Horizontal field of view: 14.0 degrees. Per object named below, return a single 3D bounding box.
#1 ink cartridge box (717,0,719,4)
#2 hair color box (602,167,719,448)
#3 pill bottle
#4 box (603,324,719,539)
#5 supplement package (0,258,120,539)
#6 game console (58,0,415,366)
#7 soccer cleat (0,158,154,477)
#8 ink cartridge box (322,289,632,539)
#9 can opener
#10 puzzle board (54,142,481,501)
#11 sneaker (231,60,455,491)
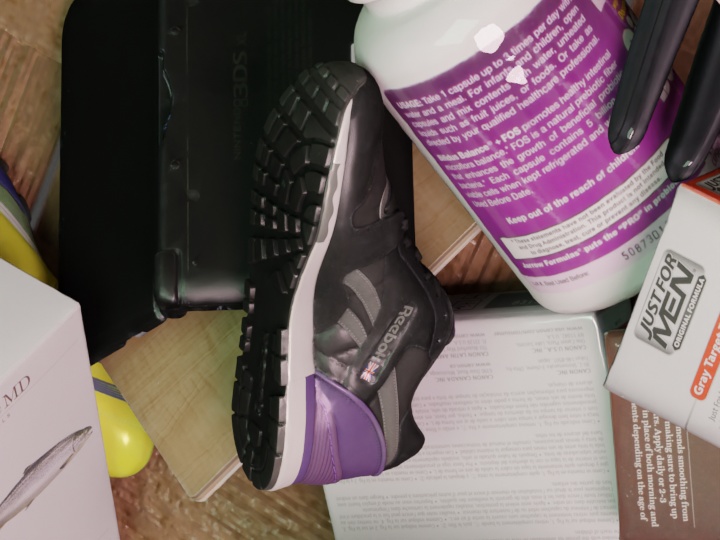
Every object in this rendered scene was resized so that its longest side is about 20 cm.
[{"bbox_3d":[0.190,-0.215,1.186,0.145,0.200,0.083,-27,127,26],"label":"ink cartridge box"},{"bbox_3d":[0.210,0.044,1.201,0.200,0.061,0.102,28,114,21],"label":"hair color box"},{"bbox_3d":[0.068,-0.087,1.273,0.112,0.112,0.200,-26,114,28],"label":"pill bottle"},{"bbox_3d":[0.212,0.066,1.282,0.200,0.075,0.100,-2,95,30],"label":"box"},{"bbox_3d":[-0.203,0.091,1.427,0.117,0.117,0.200,29,146,26],"label":"supplement package"},{"bbox_3d":[-0.063,-0.061,1.407,0.176,0.116,0.200,-2,71,0],"label":"game console"},{"bbox_3d":[-0.176,0.023,1.477,0.065,0.084,0.200,-38,78,26],"label":"soccer cleat"},{"bbox_3d":[0.065,0.110,1.391,0.162,0.050,0.200,-4,108,28],"label":"ink cartridge box"},{"bbox_3d":[0.151,-0.126,1.247,0.063,0.079,0.200,28,66,4],"label":"can opener"},{"bbox_3d":[-0.042,-0.008,1.396,0.200,0.017,0.151,-44,54,11],"label":"puzzle board"},{"bbox_3d":[0.000,0.000,1.290,0.076,0.088,0.200,-127,41,-54],"label":"sneaker"}]
